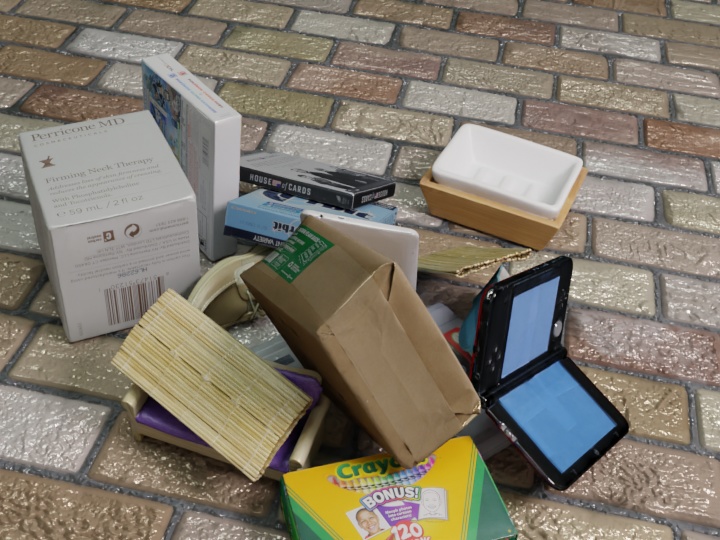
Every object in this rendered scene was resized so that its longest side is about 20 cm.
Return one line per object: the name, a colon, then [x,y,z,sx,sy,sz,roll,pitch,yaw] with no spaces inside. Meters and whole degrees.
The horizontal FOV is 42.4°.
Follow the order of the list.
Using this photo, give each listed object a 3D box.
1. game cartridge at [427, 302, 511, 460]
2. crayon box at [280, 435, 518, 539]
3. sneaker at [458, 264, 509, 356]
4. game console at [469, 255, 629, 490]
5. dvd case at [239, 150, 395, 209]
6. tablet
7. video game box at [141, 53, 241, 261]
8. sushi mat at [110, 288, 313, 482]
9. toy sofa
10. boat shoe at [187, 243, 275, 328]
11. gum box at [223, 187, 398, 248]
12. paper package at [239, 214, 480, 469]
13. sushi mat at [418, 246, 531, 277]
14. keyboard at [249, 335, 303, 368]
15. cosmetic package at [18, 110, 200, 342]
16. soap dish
game cartridge: [0.096,0.122,1.028,0.132,0.041,0.200,-26,49,-26]
crayon box: [0.032,0.235,0.869,0.196,0.059,0.120,-9,42,-15]
sneaker: [0.165,0.055,1.040,0.080,0.077,0.200,38,23,3]
game console: [0.204,0.094,0.944,0.117,0.176,0.199,17,20,32]
dvd case: [-0.069,-0.123,1.232,0.197,0.025,0.150,15,17,20]
tablet: [0.000,0.000,1.040,0.128,0.201,0.014,11,61,8]
video game box: [-0.217,-0.144,1.182,0.046,0.203,0.182,-23,47,-34]
sushi mat: [-0.147,0.107,0.905,0.199,0.012,0.096,34,78,19]
toy sofa: [-0.134,0.139,0.933,0.196,0.099,0.083,16,47,13]
boat shoe: [-0.129,0.022,1.097,0.064,0.073,0.199,25,39,25]
gum box: [-0.056,-0.063,1.163,0.167,0.045,0.200,15,16,12]
paper package: [-0.003,0.063,0.906,0.103,0.192,0.199,-38,29,-12]
sushi mat: [0.119,-0.012,1.101,0.094,0.012,0.200,-13,6,-15]
keyboard: [-0.091,0.100,1.057,0.198,0.011,0.056,-23,53,-28]
cosmetic package: [-0.295,-0.057,1.097,0.165,0.169,0.201,-15,43,-21]
soap dish: [0.197,-0.115,1.278,0.197,0.082,0.158,19,42,17]
